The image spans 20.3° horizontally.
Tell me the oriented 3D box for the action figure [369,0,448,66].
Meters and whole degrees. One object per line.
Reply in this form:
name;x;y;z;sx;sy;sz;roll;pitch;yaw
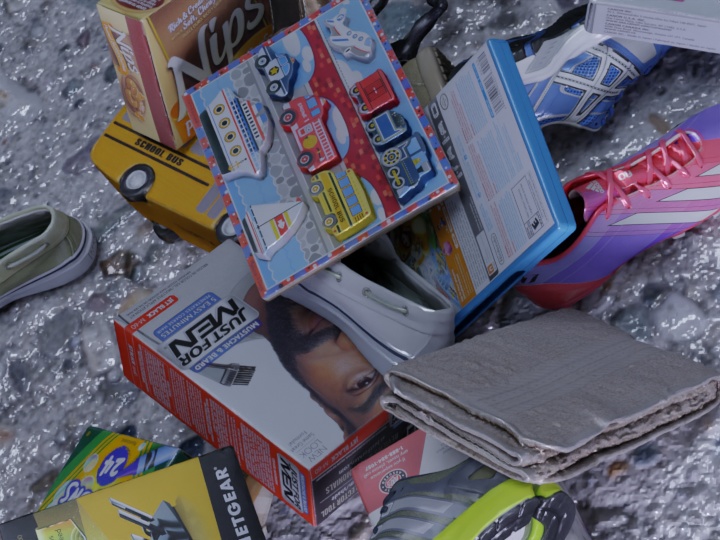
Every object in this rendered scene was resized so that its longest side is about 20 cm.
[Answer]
action figure;0.062;-0.242;1.500;0.102;0.119;0.201;14;76;54

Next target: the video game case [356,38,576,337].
video game case;0.059;-0.037;1.329;0.200;0.018;0.144;-45;54;45

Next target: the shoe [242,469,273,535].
shoe;-0.102;0.220;1.330;0.070;0.053;0.200;-21;38;60

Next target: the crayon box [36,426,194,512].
crayon box;-0.187;0.208;1.352;0.126;0.052;0.200;5;61;53

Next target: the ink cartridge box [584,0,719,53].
ink cartridge box;0.265;-0.228;1.380;0.199;0.044;0.174;10;63;5

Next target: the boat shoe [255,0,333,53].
boat shoe;-0.042;-0.143;1.451;0.072;0.072;0.201;-15;84;-26

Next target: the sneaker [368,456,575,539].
sneaker;0.029;0.173;1.194;0.200;0.074;0.081;-32;42;-3

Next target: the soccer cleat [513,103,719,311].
soccer cleat;0.181;-0.050;1.333;0.200;0.077;0.067;-37;50;2

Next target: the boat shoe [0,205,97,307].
boat shoe;-0.303;-0.001;1.565;0.199;0.062;0.072;-25;52;13

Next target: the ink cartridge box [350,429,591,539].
ink cartridge box;0.085;0.184;1.239;0.116;0.068;0.200;-30;49;8

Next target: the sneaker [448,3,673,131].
sneaker;0.162;-0.143;1.416;0.199;0.077;0.076;-23;13;-5

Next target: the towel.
towel;0.120;0.071;1.237;0.132;0.035;0.200;26;29;36

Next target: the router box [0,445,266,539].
router box;-0.121;0.230;1.253;0.157;0.052;0.201;-19;73;-9

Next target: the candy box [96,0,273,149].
candy box;-0.097;-0.195;1.507;0.055;0.116;0.200;25;52;38

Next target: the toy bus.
toy bus;-0.114;-0.057;1.501;0.200;0.065;0.078;25;72;37

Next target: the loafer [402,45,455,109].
loafer;0.060;-0.064;1.411;0.068;0.076;0.201;-29;53;21

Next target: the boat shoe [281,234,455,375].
boat shoe;0.000;0.000;1.341;0.200;0.073;0.067;38;125;35

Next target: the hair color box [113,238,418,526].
hair color box;-0.061;0.071;1.357;0.111;0.064;0.200;-36;53;-28

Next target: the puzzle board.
puzzle board;-0.032;-0.091;1.357;0.150;0.017;0.200;-30;52;8
